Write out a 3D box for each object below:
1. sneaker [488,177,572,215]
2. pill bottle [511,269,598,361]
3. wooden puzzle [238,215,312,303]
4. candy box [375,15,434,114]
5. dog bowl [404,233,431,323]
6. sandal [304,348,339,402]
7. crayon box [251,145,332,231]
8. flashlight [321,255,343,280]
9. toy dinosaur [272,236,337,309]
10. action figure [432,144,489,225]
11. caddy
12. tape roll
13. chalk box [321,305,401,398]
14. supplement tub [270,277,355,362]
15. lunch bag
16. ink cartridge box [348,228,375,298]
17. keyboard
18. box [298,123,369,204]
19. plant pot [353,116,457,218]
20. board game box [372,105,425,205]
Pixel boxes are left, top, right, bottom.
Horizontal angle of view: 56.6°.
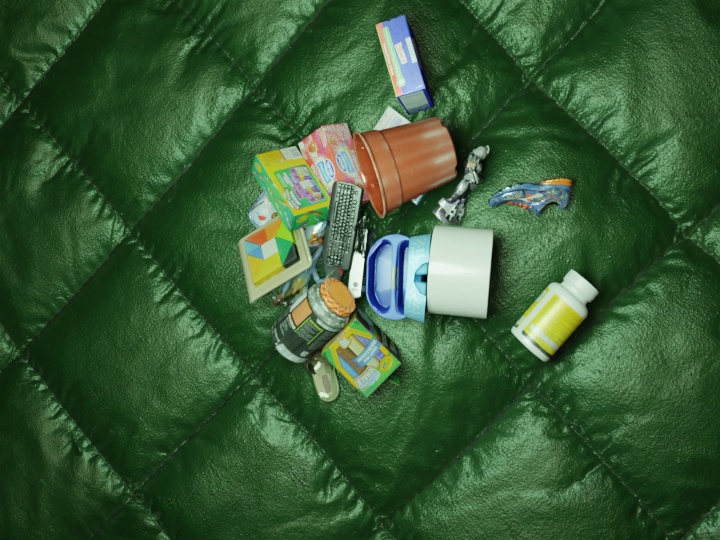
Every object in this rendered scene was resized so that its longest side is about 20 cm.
[{"bbox_3d":[0.398,-0.168,1.567,0.195,0.075,0.080,-7,93,14],"label":"sneaker"},{"bbox_3d":[0.451,0.100,1.540,0.111,0.111,0.201,41,99,8],"label":"pill bottle"},{"bbox_3d":[-0.213,-0.045,1.606,0.198,0.037,0.188,-33,54,19],"label":"wooden puzzle"},{"bbox_3d":[0.108,-0.471,1.556,0.075,0.200,0.173,-15,88,11],"label":"candy box"},{"bbox_3d":[0.131,0.017,1.524,0.048,0.111,0.205,4,91,8],"label":"dog bowl"},{"bbox_3d":[-0.104,0.234,1.687,0.078,0.057,0.205,-23,86,11],"label":"sandal"},{"bbox_3d":[-0.163,-0.199,1.600,0.202,0.117,0.059,56,144,22],"label":"crayon box"},{"bbox_3d":[-0.084,0.046,1.674,0.066,0.068,0.204,16,94,10],"label":"flashlight"},{"bbox_3d":[-0.153,0.002,1.648,0.198,0.104,0.184,8,70,52],"label":"toy dinosaur"},{"bbox_3d":[0.250,-0.206,1.574,0.069,0.130,0.202,34,113,14],"label":"action figure"},{"bbox_3d":[0.085,0.015,1.617,0.138,0.105,0.205,2,91,11],"label":"caddy"},{"bbox_3d":[0.231,0.003,1.539,0.136,0.203,0.208,4,92,11],"label":"tape roll"},{"bbox_3d":[0.017,0.210,1.616,0.124,0.125,0.200,-43,97,9],"label":"chalk box"},{"bbox_3d":[-0.110,0.116,1.577,0.200,0.122,0.123,-42,83,27],"label":"supplement tub"},{"bbox_3d":[-0.180,-0.131,1.689,0.199,0.075,0.161,40,102,9],"label":"lunch bag"},{"bbox_3d":[0.000,0.000,1.639,0.038,0.099,0.205,8,93,11],"label":"ink cartridge box"},{"bbox_3d":[-0.032,-0.100,1.555,0.102,0.040,0.205,10,104,3],"label":"keyboard"},{"bbox_3d":[-0.059,-0.245,1.632,0.099,0.095,0.204,-24,86,44],"label":"box"},{"bbox_3d":[0.106,-0.247,1.521,0.192,0.201,0.205,-19,87,-7],"label":"plant pot"},{"bbox_3d":[0.106,-0.281,1.641,0.199,0.040,0.154,38,98,9],"label":"board game box"}]
